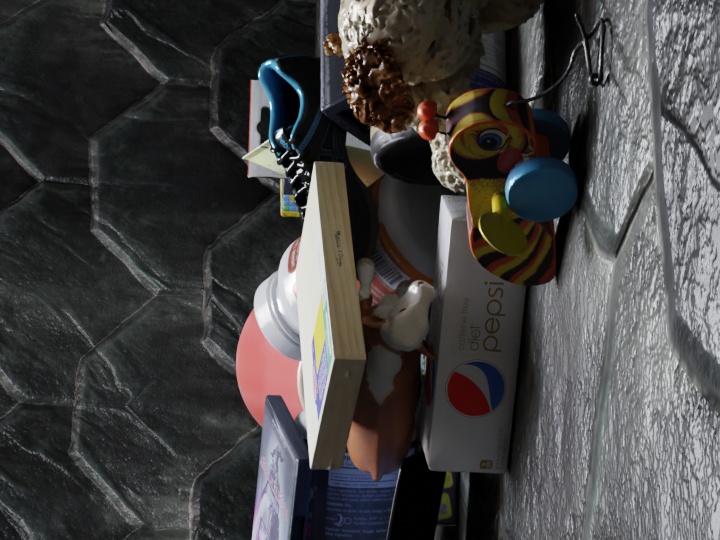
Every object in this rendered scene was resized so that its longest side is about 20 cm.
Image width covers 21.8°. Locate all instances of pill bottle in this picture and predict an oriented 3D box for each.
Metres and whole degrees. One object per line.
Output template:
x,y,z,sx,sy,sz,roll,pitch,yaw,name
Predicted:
0.064,-0.180,1.509,0.112,0.111,0.201,107,165,-69,pill bottle
-0.008,0.185,1.695,0.116,0.115,0.202,-130,43,-82,pill bottle
0.000,0.000,1.640,0.200,0.112,0.113,-34,43,37,pill bottle

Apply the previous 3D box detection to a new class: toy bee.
0.088,-0.080,1.218,0.131,0.108,0.201,-95,9,-68,toy bee

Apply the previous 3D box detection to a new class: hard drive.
0.037,-0.163,1.603,0.200,0.042,0.136,25,-121,-51,hard drive

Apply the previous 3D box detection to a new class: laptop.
-0.010,0.235,1.539,0.104,0.199,0.177,65,-166,7,laptop

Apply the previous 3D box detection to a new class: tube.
0.000,-0.087,1.667,0.058,0.199,0.052,-64,26,27,tube

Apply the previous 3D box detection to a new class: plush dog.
0.036,-0.173,1.298,0.172,0.159,0.201,42,-118,-73,plush dog

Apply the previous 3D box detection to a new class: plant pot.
-0.015,0.098,1.900,0.177,0.199,0.202,-165,78,-76,plant pot

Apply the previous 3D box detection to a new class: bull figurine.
0.019,0.068,1.443,0.122,0.065,0.201,-88,6,-50,bull figurine

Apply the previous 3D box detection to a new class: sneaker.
-0.043,-0.084,1.555,0.073,0.082,0.201,-23,73,36,sneaker

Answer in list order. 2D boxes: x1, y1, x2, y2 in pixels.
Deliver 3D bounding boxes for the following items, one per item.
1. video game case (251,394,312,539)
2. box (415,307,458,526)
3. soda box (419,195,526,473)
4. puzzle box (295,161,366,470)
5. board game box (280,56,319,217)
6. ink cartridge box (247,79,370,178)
-0.073,0.232,1.679,0.143,0.019,0.201,-126,39,-66,video game case
0.067,0.130,1.719,0.110,0.034,0.202,141,132,-83,box
0.085,0.049,1.411,0.068,0.063,0.201,-103,16,-72,soda box
-0.025,0.034,1.426,0.134,0.025,0.201,103,166,-47,puzzle box
0.001,-0.136,1.881,0.201,0.164,0.057,-94,8,-48,board game box
-0.007,-0.118,1.766,0.050,0.198,0.110,105,167,-65,ink cartridge box
